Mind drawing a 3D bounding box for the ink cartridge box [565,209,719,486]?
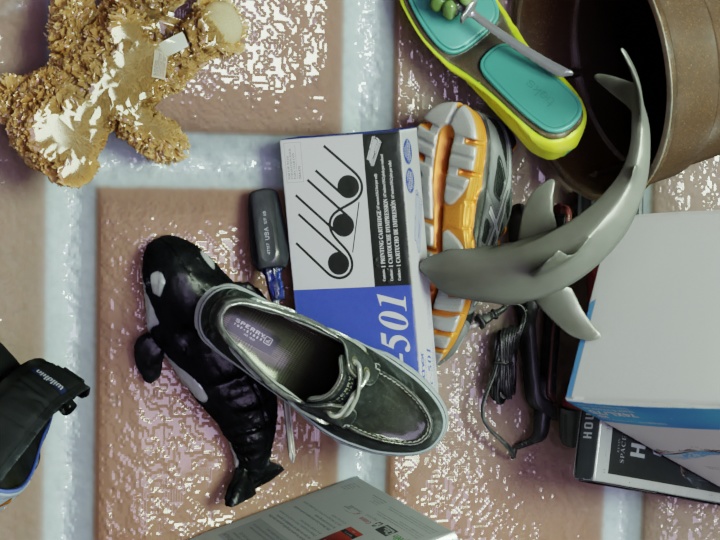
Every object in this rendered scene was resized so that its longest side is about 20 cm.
[{"bbox_3d":[0.277,0.064,1.289,0.200,0.146,0.147,30,69,-38],"label":"ink cartridge box"}]

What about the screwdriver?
[{"bbox_3d":[-0.056,0.038,1.294,0.029,0.028,0.200,-7,81,-28],"label":"screwdriver"}]

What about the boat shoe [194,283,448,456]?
[{"bbox_3d":[-0.025,0.076,1.228,0.200,0.071,0.072,27,91,-14],"label":"boat shoe"}]

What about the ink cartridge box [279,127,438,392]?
[{"bbox_3d":[0.000,0.000,1.300,0.094,0.044,0.200,-3,97,20],"label":"ink cartridge box"}]

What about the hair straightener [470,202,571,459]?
[{"bbox_3d":[0.117,0.047,1.375,0.077,0.041,0.200,2,98,-18],"label":"hair straightener"}]

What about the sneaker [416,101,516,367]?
[{"bbox_3d":[0.075,-0.024,1.335,0.077,0.078,0.200,-2,109,-51],"label":"sneaker"}]

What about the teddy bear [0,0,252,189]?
[{"bbox_3d":[-0.168,-0.143,1.255,0.145,0.067,0.200,34,77,-27],"label":"teddy bear"}]

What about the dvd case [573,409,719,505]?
[{"bbox_3d":[0.243,0.098,1.373,0.200,0.025,0.151,15,80,-42],"label":"dvd case"}]

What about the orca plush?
[{"bbox_3d":[-0.103,0.072,1.281,0.105,0.071,0.200,-9,97,-18],"label":"orca plush"}]

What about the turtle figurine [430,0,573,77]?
[{"bbox_3d":[0.042,-0.236,1.237,0.193,0.144,0.200,-6,82,11],"label":"turtle figurine"}]

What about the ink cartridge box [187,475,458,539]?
[{"bbox_3d":[-0.037,0.227,1.246,0.175,0.200,0.084,-18,100,-17],"label":"ink cartridge box"}]

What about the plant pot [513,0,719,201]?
[{"bbox_3d":[0.249,-0.165,1.325,0.198,0.200,0.201,-13,98,-24],"label":"plant pot"}]

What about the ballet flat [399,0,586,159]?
[{"bbox_3d":[0.091,-0.158,1.323,0.067,0.067,0.200,-36,73,-11],"label":"ballet flat"}]

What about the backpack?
[{"bbox_3d":[-0.293,0.092,1.158,0.200,0.191,0.154,41,97,-17],"label":"backpack"}]

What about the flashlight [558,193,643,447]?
[{"bbox_3d":[0.187,0.036,1.377,0.068,0.068,0.200,-2,96,-23],"label":"flashlight"}]

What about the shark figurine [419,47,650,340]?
[{"bbox_3d":[0.147,-0.035,1.221,0.128,0.089,0.215,44,105,11],"label":"shark figurine"}]
